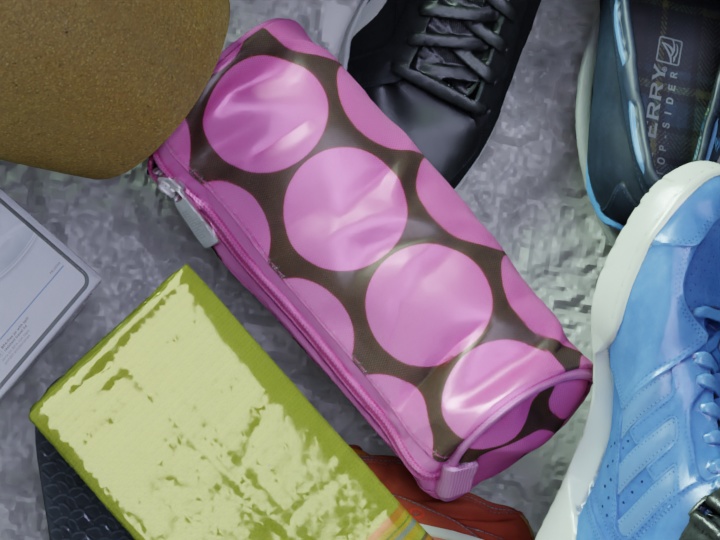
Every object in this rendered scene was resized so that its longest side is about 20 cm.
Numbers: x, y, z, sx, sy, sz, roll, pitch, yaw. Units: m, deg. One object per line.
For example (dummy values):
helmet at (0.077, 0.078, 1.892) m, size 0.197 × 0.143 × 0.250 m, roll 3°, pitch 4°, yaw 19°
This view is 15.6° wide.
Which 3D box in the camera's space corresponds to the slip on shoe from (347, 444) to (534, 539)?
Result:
slip on shoe at (-0.020, 0.099, 1.062) m, size 0.199 × 0.074 × 0.061 m, roll 18°, pitch 34°, yaw 1°

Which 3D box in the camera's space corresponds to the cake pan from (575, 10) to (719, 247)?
cake pan at (0.184, -0.057, 1.138) m, size 0.199 × 0.037 × 0.202 m, roll 2°, pitch 80°, yaw -11°

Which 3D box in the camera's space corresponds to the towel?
towel at (-0.032, 0.099, 1.005) m, size 0.086 × 0.018 × 0.200 m, roll -43°, pitch 100°, yaw -11°

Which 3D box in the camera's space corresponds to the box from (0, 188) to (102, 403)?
box at (-0.215, -0.015, 1.035) m, size 0.200 × 0.060 × 0.117 m, roll 42°, pitch 75°, yaw -2°

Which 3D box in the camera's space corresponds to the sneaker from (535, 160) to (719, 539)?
sneaker at (0.136, 0.066, 0.992) m, size 0.076 × 0.111 × 0.201 m, roll 15°, pitch 94°, yaw -48°

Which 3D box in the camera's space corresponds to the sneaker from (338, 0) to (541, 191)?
sneaker at (0.046, -0.125, 1.082) m, size 0.073 × 0.112 × 0.201 m, roll 20°, pitch 77°, yaw -7°

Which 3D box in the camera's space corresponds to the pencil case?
pencil case at (0.000, 0.000, 1.046) m, size 0.200 × 0.091 × 0.094 m, roll 47°, pitch 51°, yaw 11°

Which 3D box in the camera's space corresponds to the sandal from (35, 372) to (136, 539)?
sandal at (-0.092, 0.136, 1.032) m, size 0.075 × 0.043 × 0.202 m, roll 5°, pitch 95°, yaw 9°

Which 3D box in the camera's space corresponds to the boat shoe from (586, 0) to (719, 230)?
boat shoe at (0.140, -0.115, 1.083) m, size 0.083 × 0.069 × 0.202 m, roll 3°, pitch 80°, yaw -11°

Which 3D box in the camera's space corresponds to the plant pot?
plant pot at (-0.150, -0.123, 0.976) m, size 0.200 × 0.186 × 0.187 m, roll 34°, pitch 74°, yaw -29°
